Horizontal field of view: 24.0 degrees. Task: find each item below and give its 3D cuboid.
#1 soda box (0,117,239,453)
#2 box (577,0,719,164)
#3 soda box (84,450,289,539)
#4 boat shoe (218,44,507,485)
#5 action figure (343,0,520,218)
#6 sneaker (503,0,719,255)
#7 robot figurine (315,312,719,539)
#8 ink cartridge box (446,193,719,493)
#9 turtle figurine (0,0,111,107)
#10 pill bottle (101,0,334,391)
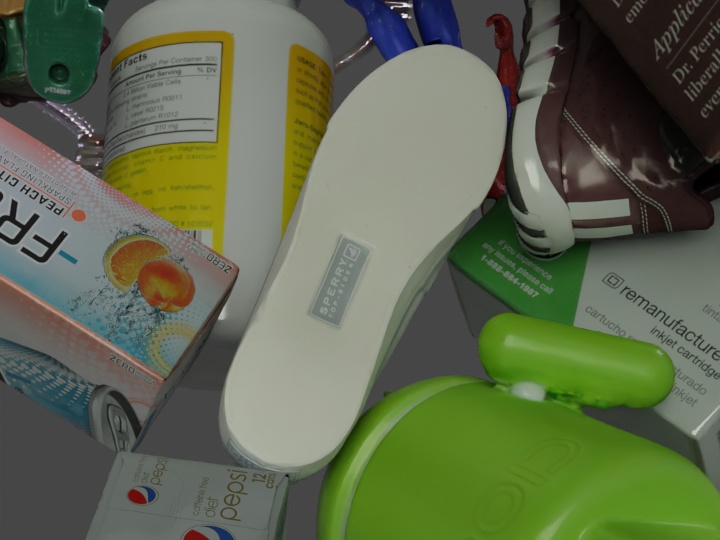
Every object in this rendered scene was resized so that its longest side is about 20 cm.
[{"bbox_3d":[-0.150,-0.016,0.646,0.200,0.068,0.064,32,52,1],"label":"soda box"},{"bbox_3d":[0.169,-0.169,0.636,0.164,0.166,0.200,-8,56,-42],"label":"box"},{"bbox_3d":[-0.070,0.169,0.649,0.068,0.201,0.064,8,31,3],"label":"soda box"},{"bbox_3d":[0.000,0.000,0.687,0.072,0.069,0.201,22,67,-5],"label":"boat shoe"},{"bbox_3d":[0.032,-0.111,0.790,0.065,0.099,0.201,-22,77,-7],"label":"action figure"},{"bbox_3d":[0.128,-0.097,0.719,0.115,0.076,0.201,1,66,16],"label":"sneaker"},{"bbox_3d":[0.060,0.107,0.642,0.115,0.200,0.176,7,96,-35],"label":"robot figurine"},{"bbox_3d":[0.160,-0.018,0.747,0.146,0.083,0.200,36,74,31],"label":"ink cartridge box"},{"bbox_3d":[-0.152,-0.123,0.754,0.149,0.200,0.101,-24,113,8],"label":"turtle figurine"},{"bbox_3d":[-0.064,-0.053,0.764,0.104,0.104,0.201,2,72,0],"label":"pill bottle"}]
